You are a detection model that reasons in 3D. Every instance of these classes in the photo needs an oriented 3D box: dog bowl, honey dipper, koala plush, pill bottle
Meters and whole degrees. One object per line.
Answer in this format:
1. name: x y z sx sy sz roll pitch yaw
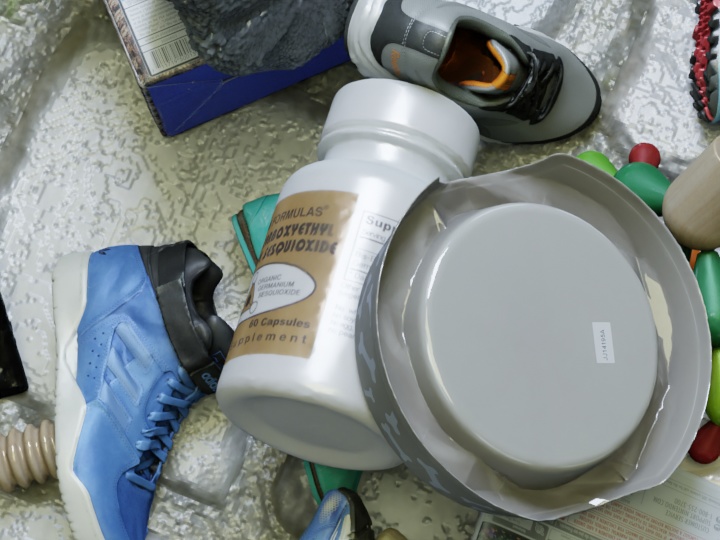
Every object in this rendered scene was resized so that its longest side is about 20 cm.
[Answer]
1. dog bowl: 0.087 0.038 1.120 0.199 0.059 0.201 7 73 -24
2. honey dipper: -0.267 0.129 1.267 0.199 0.038 0.038 -15 75 3
3. koala plush: -0.096 -0.223 1.204 0.177 0.184 0.200 -40 56 -17
4. pill bottle: 0.000 0.000 1.188 0.114 0.114 0.201 14 67 6

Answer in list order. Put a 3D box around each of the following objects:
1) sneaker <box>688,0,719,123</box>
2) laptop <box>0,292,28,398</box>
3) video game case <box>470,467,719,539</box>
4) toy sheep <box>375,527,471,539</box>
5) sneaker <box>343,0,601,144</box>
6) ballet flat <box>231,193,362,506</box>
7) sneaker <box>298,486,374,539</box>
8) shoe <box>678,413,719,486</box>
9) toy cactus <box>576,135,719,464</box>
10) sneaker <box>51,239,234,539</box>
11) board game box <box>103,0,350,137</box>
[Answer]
1. sneaker: 0.259 -0.183 1.312 0.095 0.079 0.201 8 84 -5
2. laptop: -0.314 -0.006 1.315 0.177 0.103 0.201 -16 100 -1
3. video game case: 0.149 0.184 1.127 0.199 0.023 0.182 24 56 -1
4. toy sheep: 0.079 0.215 1.179 0.138 0.138 0.200 -44 72 -9
5. sneaker: 0.079 -0.112 1.244 0.079 0.200 0.074 27 99 43
6. ballet flat: -0.018 0.042 1.257 0.070 0.067 0.201 -20 73 7
7. sneaker: -0.067 0.203 1.207 0.089 0.079 0.200 35 90 17
8. shoe: 0.174 0.112 1.227 0.199 0.070 0.054 -11 98 2
9. toy cactus: 0.187 -0.008 1.204 0.102 0.165 0.201 2 51 -22
10. sneaker: -0.118 0.077 1.249 0.111 0.077 0.201 -9 68 10
11. board game box: -0.093 -0.212 1.315 0.159 0.097 0.201 -22 75 -3
